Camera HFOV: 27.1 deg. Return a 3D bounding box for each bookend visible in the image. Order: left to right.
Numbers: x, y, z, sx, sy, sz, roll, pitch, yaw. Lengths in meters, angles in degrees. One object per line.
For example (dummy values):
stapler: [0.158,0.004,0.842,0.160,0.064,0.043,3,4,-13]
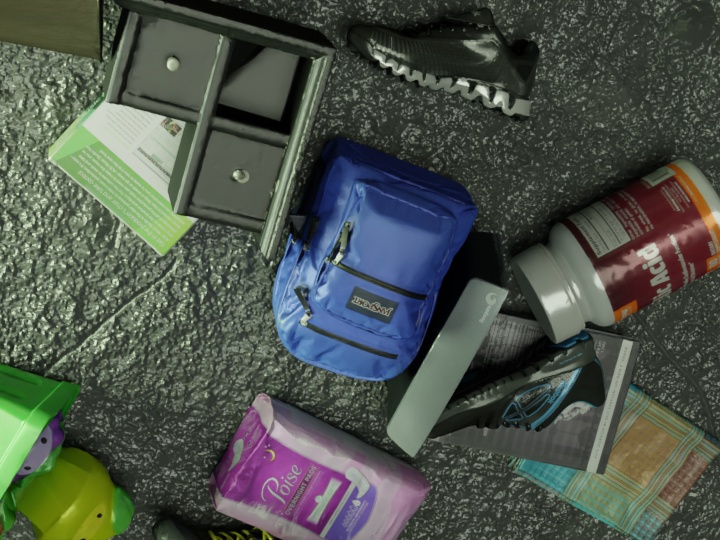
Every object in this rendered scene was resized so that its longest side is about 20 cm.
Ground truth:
bookend: [-0.147,-0.136,1.316,0.199,0.092,0.200,14,105,-16]

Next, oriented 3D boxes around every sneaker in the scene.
sneaker: [-0.123,0.290,1.525,0.200,0.074,0.085,35,93,-30]
sneaker: [0.083,-0.210,1.395,0.199,0.066,0.091,16,102,-21]
sneaker: [0.151,0.133,1.492,0.199,0.073,0.082,-22,105,3]

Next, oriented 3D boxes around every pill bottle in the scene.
pill bottle: [0.257,-0.016,1.470,0.199,0.114,0.115,-28,112,-1]

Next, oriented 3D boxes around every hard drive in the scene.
hard drive: [0.079,0.066,1.439,0.042,0.135,0.201,23,115,-10]

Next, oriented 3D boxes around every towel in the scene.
towel: [0.275,0.198,1.599,0.199,0.022,0.147,31,100,-20]

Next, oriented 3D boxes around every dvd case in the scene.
dvd case: [0.175,0.122,1.537,0.199,0.016,0.150,12,104,-6]

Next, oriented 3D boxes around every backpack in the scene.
backpack: [0.000,0.000,1.395,0.162,0.168,0.201,22,105,-6]

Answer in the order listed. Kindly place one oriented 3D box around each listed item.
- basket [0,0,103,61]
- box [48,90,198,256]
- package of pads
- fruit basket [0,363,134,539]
basket: [-0.317,-0.269,1.253,0.199,0.136,0.181,1,114,-9]
box: [-0.170,-0.132,1.382,0.200,0.036,0.144,-46,111,4]
package of pads: [-0.041,0.218,1.509,0.199,0.076,0.121,28,98,-20]
fruit basket: [-0.316,0.209,1.418,0.214,0.156,0.217,1,100,4]
